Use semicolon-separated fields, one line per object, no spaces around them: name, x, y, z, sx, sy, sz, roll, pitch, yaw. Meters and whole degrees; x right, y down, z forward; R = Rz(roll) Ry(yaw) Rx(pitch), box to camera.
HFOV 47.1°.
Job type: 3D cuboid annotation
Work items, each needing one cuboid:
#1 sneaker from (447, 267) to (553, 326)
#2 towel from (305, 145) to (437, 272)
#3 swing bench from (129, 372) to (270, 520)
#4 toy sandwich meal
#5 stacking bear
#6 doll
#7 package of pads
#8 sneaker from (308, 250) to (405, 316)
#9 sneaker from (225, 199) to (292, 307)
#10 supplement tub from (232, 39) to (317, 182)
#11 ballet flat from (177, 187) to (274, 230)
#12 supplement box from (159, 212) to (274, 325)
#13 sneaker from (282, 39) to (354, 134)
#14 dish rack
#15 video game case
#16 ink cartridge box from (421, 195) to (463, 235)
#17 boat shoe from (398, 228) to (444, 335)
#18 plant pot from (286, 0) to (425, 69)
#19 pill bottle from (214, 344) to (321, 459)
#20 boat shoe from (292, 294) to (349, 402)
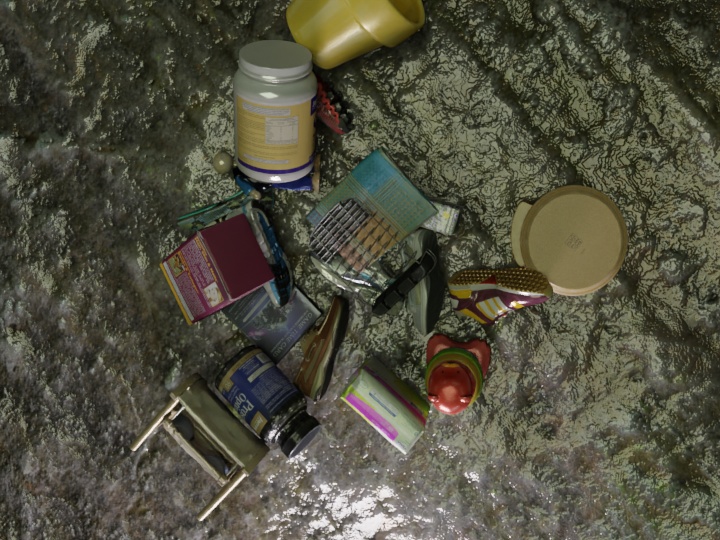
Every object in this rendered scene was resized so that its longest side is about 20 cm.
sneaker;0.248;0.051;1.442;0.197;0.075;0.092;4;121;38
towel;0.017;-0.099;1.406;0.147;0.022;0.199;46;123;-8
swing bench;-0.287;0.316;1.536;0.199;0.130;0.200;45;123;3
toy sandwich meal;0.360;-0.052;1.431;0.200;0.070;0.211;1;98;8
stacking bear;0.160;0.189;1.426;0.118;0.200;0.117;6;98;10
doll;-0.170;-0.188;1.504;0.194;0.049;0.139;4;59;-3
package of pads;0.045;0.230;1.454;0.154;0.200;0.069;41;95;5
sneaker;0.000;0.000;1.509;0.197;0.078;0.088;28;95;-3
sneaker;-0.190;-0.025;1.520;0.085;0.075;0.204;-15;101;23
supplement tub;-0.144;-0.269;1.399;0.142;0.146;0.204;12;126;9
ballet flat;-0.250;-0.104;1.545;0.196;0.074;0.076;-22;92;14
supplement box;-0.259;0.000;1.472;0.199;0.102;0.133;-25;91;54
sneaker;-0.097;-0.313;1.490;0.098;0.071;0.201;-42;91;19
dish rack;0.014;-0.028;1.404;0.200;0.055;0.153;43;122;-6
video game case;-0.186;0.061;1.575;0.200;0.019;0.143;45;103;3
ink cartridge box;0.080;-0.116;1.455;0.196;0.109;0.052;18;99;9
boat shoe;0.105;0.018;1.471;0.064;0.074;0.206;11;125;32
plant pot;-0.019;-0.449;1.405;0.187;0.200;0.204;-30;90;27
pill bottle;-0.168;0.244;1.527;0.200;0.112;0.112;44;103;15
boat shoe;-0.078;0.142;1.534;0.072;0.076;0.205;20;99;12
